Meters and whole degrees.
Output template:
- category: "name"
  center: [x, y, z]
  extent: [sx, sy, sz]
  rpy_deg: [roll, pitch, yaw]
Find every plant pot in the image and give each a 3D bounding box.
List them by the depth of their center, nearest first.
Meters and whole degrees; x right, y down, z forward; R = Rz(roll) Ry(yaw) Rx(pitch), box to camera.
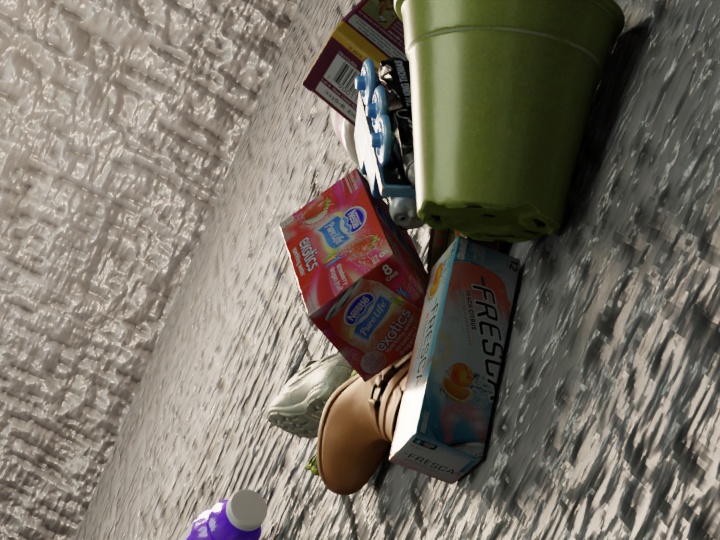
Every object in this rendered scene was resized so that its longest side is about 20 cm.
- category: "plant pot"
  center: [0.118, -0.129, 1.492]
  extent: [0.200, 0.198, 0.192]
  rpy_deg: [150, 128, -70]

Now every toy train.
- category: "toy train"
  center: [0.042, -0.121, 1.669]
  extent: [0.201, 0.086, 0.115]
  rpy_deg: [-103, 15, -53]

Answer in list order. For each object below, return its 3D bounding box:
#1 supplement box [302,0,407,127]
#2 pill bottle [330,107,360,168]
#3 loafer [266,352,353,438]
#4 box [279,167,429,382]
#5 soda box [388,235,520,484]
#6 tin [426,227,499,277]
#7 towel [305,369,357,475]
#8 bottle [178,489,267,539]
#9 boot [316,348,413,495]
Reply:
- category: "supplement box"
  center: [0.051, -0.240, 1.887]
  extent: [0.200, 0.131, 0.103]
  rpy_deg: [-49, -3, -38]
- category: "pill bottle"
  center: [0.023, -0.182, 2.096]
  extent: [0.200, 0.112, 0.113]
  rpy_deg: [-114, 48, -74]
- category: "loafer"
  center: [-0.047, 0.137, 1.958]
  extent: [0.200, 0.070, 0.070]
  rpy_deg: [-29, 34, 59]
- category: "box"
  center: [0.000, 0.000, 1.658]
  extent: [0.099, 0.096, 0.200]
  rpy_deg: [-36, 27, 8]
- category: "soda box"
  center: [0.082, 0.075, 1.507]
  extent: [0.068, 0.063, 0.201]
  rpy_deg: [128, 159, -57]
- category: "tin"
  center: [0.101, -0.066, 1.635]
  extent: [0.112, 0.042, 0.202]
  rpy_deg: [-163, 81, -71]
- category: "towel"
  center: [0.010, 0.112, 1.752]
  extent: [0.086, 0.018, 0.201]
  rpy_deg: [6, -69, -61]
- category: "bottle"
  center: [-0.166, 0.323, 2.096]
  extent: [0.200, 0.083, 0.066]
  rpy_deg: [125, 163, -49]
- category: "boot"
  center: [0.022, 0.140, 1.642]
  extent: [0.155, 0.073, 0.201]
  rpy_deg: [-127, 57, -71]
